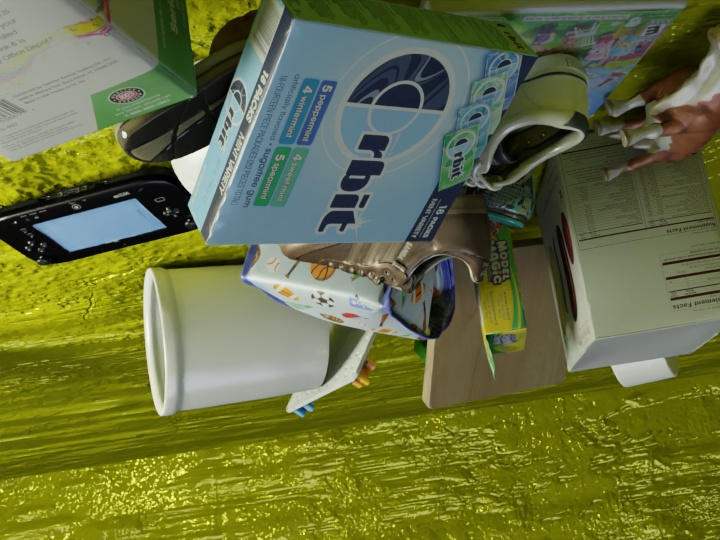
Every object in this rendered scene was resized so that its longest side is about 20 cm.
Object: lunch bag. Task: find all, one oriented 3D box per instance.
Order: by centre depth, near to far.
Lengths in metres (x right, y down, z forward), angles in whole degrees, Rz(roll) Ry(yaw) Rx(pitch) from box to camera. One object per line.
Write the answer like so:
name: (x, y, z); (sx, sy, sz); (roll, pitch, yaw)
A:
lunch bag: (0.000, 0.000, 0.957); (0.167, 0.126, 0.200); (13, 166, 25)

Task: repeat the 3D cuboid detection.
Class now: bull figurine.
bull figurine: (0.270, -0.137, 0.801); (0.119, 0.067, 0.200); (-17, 165, 4)

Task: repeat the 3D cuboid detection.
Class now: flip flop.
flip flop: (-0.075, -0.137, 0.619); (0.197, 0.058, 0.081); (-28, 156, -7)

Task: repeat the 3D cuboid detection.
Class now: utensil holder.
utensil holder: (-0.152, 0.076, 1.127); (0.195, 0.174, 0.170); (-5, 164, -20)

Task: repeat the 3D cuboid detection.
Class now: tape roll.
tape roll: (0.362, 0.048, 1.240); (0.070, 0.207, 0.202); (-16, 162, 24)

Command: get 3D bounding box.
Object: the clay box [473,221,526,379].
clay box: (0.140, 0.004, 0.973); (0.046, 0.205, 0.115); (-10, 165, 6)

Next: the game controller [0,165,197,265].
game controller: (-0.246, -0.049, 0.882); (0.196, 0.043, 0.104); (-13, 163, 13)

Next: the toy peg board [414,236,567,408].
toy peg board: (0.158, 0.043, 1.148); (0.195, 0.204, 0.098); (-8, -151, -21)

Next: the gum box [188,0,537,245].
gum box: (0.001, -0.095, 0.629); (0.197, 0.045, 0.172); (-2, 135, -35)

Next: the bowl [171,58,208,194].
bowl: (-0.065, -0.085, 0.737); (0.196, 0.093, 0.202); (-2, 163, 0)

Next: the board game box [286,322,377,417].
board game box: (-0.008, 0.082, 1.196); (0.026, 0.202, 0.199); (34, 148, -13)

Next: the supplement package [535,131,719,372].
supplement package: (0.276, -0.019, 0.971); (0.143, 0.205, 0.192); (-9, 163, 3)

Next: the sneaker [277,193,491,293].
sneaker: (0.017, -0.015, 0.806); (0.196, 0.077, 0.070); (-9, 179, 25)

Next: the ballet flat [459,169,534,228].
ballet flat: (0.065, -0.088, 0.850); (0.196, 0.076, 0.074); (12, 169, 17)

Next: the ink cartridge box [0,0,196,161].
ink cartridge box: (-0.200, -0.146, 0.498); (0.142, 0.090, 0.200); (-14, 165, 18)

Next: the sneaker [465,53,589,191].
sneaker: (0.091, -0.098, 0.739); (0.072, 0.072, 0.198); (29, 139, -36)

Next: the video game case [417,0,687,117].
video game case: (0.124, -0.162, 0.731); (0.195, 0.023, 0.182); (-5, 163, -12)
